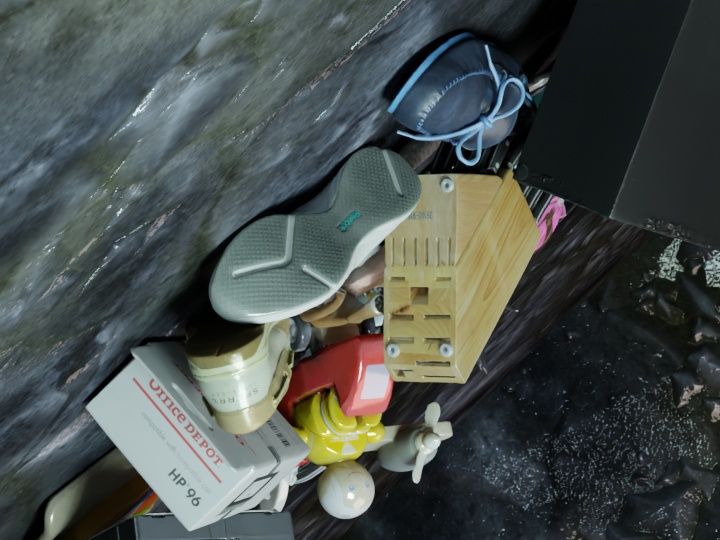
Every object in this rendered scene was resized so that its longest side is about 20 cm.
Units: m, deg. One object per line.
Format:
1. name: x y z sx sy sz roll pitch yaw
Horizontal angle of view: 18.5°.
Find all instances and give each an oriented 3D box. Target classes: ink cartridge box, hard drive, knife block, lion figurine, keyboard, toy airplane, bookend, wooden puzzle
1. ink cartridge box: -0.117 0.112 1.538 0.068 0.116 0.200 -43 171 9
2. hard drive: -0.158 0.224 1.677 0.139 0.038 0.200 2 160 -35
3. knife block: 0.090 -0.020 1.627 0.064 0.202 0.175 0 179 35
4. lion figurine: 0.000 0.000 1.668 0.122 0.073 0.200 -24 -179 39
5. keyboard: -0.004 -0.046 1.648 0.200 0.011 0.056 -44 171 -5
6. toy airplane: -0.036 0.138 1.722 0.199 0.142 0.199 -28 150 4
7. bookend: 0.230 -0.129 1.602 0.198 0.092 0.201 12 100 -52
8. wooden puzzle: -0.202 0.193 1.774 0.185 0.037 0.200 -37 168 -35

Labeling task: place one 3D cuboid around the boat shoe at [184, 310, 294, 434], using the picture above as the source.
1. boat shoe: -0.081 0.064 1.500 0.073 0.067 0.200 -12 -171 7

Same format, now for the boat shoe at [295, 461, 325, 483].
1. boat shoe: -0.043 0.141 2.099 0.068 0.074 0.200 -39 170 -51

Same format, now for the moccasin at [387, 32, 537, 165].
1. moccasin: 0.083 -0.120 1.513 0.081 0.068 0.200 -48 170 24

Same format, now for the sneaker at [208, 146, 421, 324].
1. sneaker: -0.035 -0.009 1.502 0.200 0.070 0.080 -36 171 -43

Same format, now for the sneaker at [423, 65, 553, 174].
1. sneaker: 0.126 -0.093 1.780 0.200 0.080 0.077 -47 170 13

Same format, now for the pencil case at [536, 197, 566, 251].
1. pencil case: 0.144 -0.073 1.928 0.093 0.091 0.200 -4 168 -3

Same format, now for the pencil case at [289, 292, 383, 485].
1. pencil case: -0.037 0.100 1.901 0.200 0.091 0.083 -44 171 -5

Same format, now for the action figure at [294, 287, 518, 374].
1. action figure: 0.032 0.044 1.814 0.199 0.119 0.102 -22 -167 9
